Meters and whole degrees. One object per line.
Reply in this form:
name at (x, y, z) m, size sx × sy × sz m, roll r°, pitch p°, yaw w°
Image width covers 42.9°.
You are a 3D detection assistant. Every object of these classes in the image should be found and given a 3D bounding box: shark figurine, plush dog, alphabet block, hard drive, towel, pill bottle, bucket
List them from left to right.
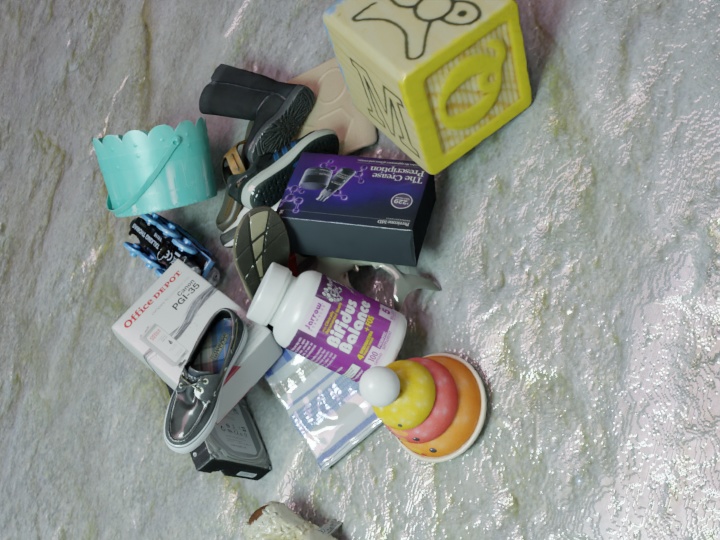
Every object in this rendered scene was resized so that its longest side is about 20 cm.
bucket at (-0.340, -0.173, 1.533) m, size 0.206 × 0.207 × 0.136 m, roll -5°, pitch 102°, yaw 34°
hard drive at (-0.218, 0.215, 1.376) m, size 0.038 × 0.140 × 0.201 m, roll -40°, pitch 54°, yaw 16°
plush dog at (-0.090, 0.436, 1.230) m, size 0.173 × 0.160 × 0.200 m, roll -65°, pitch 22°, yaw 16°
towel at (-0.055, 0.167, 1.315) m, size 0.147 × 0.024 × 0.200 m, roll -40°, pitch 73°, yaw 17°
pill bottle at (-0.047, 0.069, 1.235) m, size 0.113 × 0.199 × 0.112 m, roll -61°, pitch 10°, yaw 18°
shark figurine at (0.010, -0.013, 1.339) m, size 0.214 × 0.089 × 0.129 m, roll -1°, pitch 106°, yaw 43°
alphabet block at (0.094, -0.292, 1.267) m, size 0.195 × 0.197 × 0.200 m, roll -37°, pitch 53°, yaw -7°

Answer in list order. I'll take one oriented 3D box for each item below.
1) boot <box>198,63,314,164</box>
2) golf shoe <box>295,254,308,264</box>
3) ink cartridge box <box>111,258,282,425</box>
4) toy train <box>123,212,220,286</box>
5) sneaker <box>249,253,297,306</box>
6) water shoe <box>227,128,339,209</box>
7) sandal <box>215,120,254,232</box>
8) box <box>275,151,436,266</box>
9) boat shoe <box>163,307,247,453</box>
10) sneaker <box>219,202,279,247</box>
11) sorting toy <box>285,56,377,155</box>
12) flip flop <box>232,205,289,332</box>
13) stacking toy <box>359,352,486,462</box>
boot at (-0.196, -0.258, 1.510) m, size 0.199 × 0.066 × 0.165 m, roll 22°, pitch 63°, yaw 31°
golf shoe at (-0.074, -0.057, 1.413) m, size 0.200 × 0.077 × 0.088 m, roll -51°, pitch 58°, yaw 10°
ink cartridge box at (-0.236, 0.101, 1.318) m, size 0.200 × 0.083 × 0.147 m, roll 35°, pitch 72°, yaw 24°
toy train at (-0.313, -0.030, 1.545) m, size 0.200 × 0.114 × 0.087 m, roll 34°, pitch 95°, yaw 39°
sneaker at (-0.147, 0.018, 1.386) m, size 0.115 × 0.078 × 0.201 m, roll -10°, pitch 105°, yaw 44°
water shoe at (-0.117, -0.165, 1.388) m, size 0.079 × 0.072 × 0.200 m, roll 26°, pitch 49°, yaw 34°
sandal at (-0.213, -0.165, 1.548) m, size 0.082 × 0.054 × 0.201 m, roll 22°, pitch 91°, yaw 63°
box at (-0.004, -0.089, 1.301) m, size 0.199 × 0.079 × 0.142 m, roll 6°, pitch 51°, yaw 15°
boat shoe at (-0.207, 0.139, 1.207) m, size 0.070 × 0.066 × 0.201 m, roll 19°, pitch 66°, yaw 17°
sneaker at (-0.152, -0.110, 1.474) m, size 0.200 × 0.074 × 0.080 m, roll -36°, pitch 90°, yaw 12°
sorting toy at (-0.068, -0.250, 1.506) m, size 0.199 × 0.036 × 0.186 m, roll -18°, pitch 64°, yaw 24°
flip flop at (-0.133, -0.001, 1.288) m, size 0.081 × 0.201 × 0.058 m, roll -22°, pitch 36°, yaw -12°
stacking toy at (0.057, 0.159, 1.162) m, size 0.145 × 0.200 × 0.147 m, roll -13°, pitch 66°, yaw 32°
